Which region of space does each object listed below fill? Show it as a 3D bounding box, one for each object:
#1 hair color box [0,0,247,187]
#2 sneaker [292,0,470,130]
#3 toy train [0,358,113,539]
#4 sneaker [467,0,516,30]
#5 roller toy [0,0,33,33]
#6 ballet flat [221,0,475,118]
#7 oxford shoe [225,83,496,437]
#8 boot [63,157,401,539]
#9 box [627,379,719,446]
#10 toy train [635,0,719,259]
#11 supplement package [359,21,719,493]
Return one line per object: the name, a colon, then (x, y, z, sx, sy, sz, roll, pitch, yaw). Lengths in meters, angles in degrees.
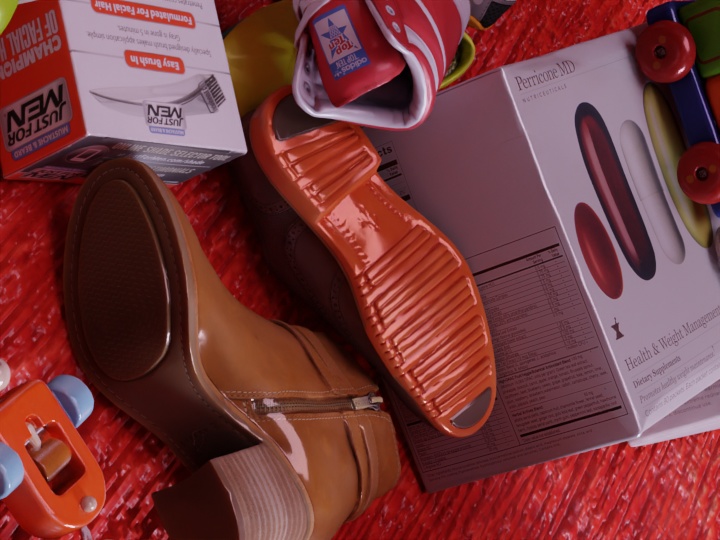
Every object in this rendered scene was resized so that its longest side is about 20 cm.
hair color box: (-0.130, -0.144, 0.941, 0.111, 0.064, 0.200, 3, 70, -52)
sneaker: (-0.025, -0.153, 0.964, 0.200, 0.071, 0.113, 42, 39, -23)
toy train: (-0.154, 0.136, 0.789, 0.150, 0.056, 0.200, 56, 36, -14)
sneaker: (0.058, -0.182, 1.144, 0.078, 0.077, 0.200, 24, 5, -7)
roller toy: (-0.174, -0.209, 0.800, 0.200, 0.182, 0.140, 58, 17, 18)
ballet flat: (-0.003, -0.114, 1.070, 0.200, 0.067, 0.067, -18, 118, -54)
oxford shoe: (0.000, 0.000, 1.015, 0.071, 0.073, 0.200, -33, 94, -36)
boot: (-0.052, 0.037, 0.944, 0.155, 0.077, 0.200, -14, 77, -58)
box: (0.228, 0.000, 1.280, 0.152, 0.106, 0.200, -1, 74, -51)
toy train: (0.238, -0.066, 1.074, 0.085, 0.116, 0.200, -13, 84, -56)
supplement package: (0.103, -0.012, 1.097, 0.191, 0.147, 0.200, -24, 93, -53)
